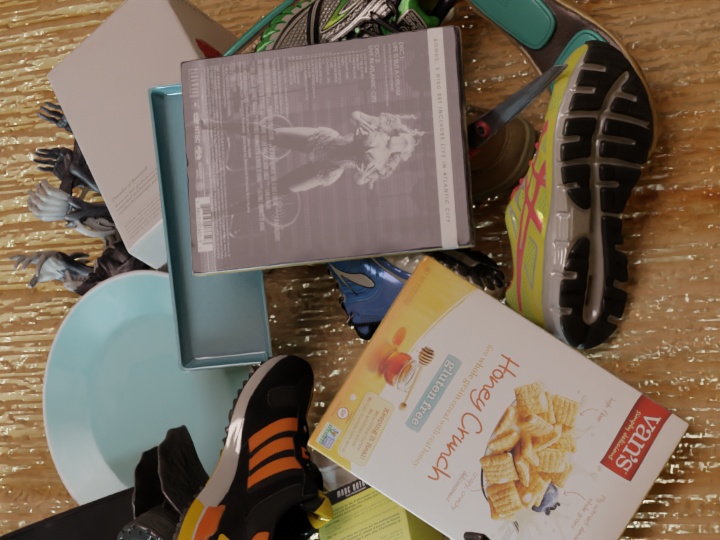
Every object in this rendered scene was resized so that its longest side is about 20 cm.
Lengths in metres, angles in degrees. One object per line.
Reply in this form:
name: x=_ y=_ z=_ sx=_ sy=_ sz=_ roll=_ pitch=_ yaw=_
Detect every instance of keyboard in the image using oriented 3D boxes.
keyboard: x=-0.220 y=0.242 z=1.772 sx=0.199 sy=0.021 sz=0.128 roll=-23 pitch=61 yaw=34

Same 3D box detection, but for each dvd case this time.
dvd case: x=-0.024 y=-0.080 z=1.632 sx=0.199 sy=0.016 sz=0.150 roll=-6 pitch=83 yaw=18

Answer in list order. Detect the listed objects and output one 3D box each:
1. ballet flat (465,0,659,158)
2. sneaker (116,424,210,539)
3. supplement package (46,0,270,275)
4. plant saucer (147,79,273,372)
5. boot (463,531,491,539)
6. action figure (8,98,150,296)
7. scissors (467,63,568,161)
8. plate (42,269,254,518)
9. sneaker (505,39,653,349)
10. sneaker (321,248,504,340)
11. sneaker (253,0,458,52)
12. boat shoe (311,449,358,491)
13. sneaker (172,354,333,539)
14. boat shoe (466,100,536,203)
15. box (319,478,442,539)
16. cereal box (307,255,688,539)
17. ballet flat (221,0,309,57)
ballet flat: x=0.147 y=-0.156 z=1.654 sx=0.200 sy=0.063 sz=0.069 roll=51 pitch=124 yaw=18
sneaker: x=-0.096 y=0.208 z=1.663 sx=0.060 sy=0.104 sz=0.200 roll=-42 pitch=86 yaw=31
supplement package: x=-0.128 y=-0.097 z=1.802 sx=0.120 sy=0.121 sz=0.200 roll=-41 pitch=51 yaw=14
plant saucer: x=-0.103 y=-0.032 z=1.685 sx=0.070 sy=0.019 sz=0.201 roll=-6 pitch=93 yaw=15
boot: x=0.078 y=0.271 z=1.433 sx=0.069 sy=0.174 sz=0.201 roll=0 pitch=69 yaw=37
action figure: x=-0.214 y=-0.028 z=1.843 sx=0.119 sy=0.102 sz=0.201 roll=116 pitch=146 yaw=-42
scissors: x=0.080 y=-0.086 z=1.629 sx=0.199 sy=0.014 sz=0.073 roll=-16 pitch=102 yaw=45
plate: x=-0.148 y=0.100 z=1.754 sx=0.199 sy=0.026 sz=0.201 roll=2 pitch=93 yaw=32
sneaker: x=0.131 y=-0.054 z=1.597 sx=0.090 sy=0.078 sz=0.201 roll=12 pitch=93 yaw=54
sneaker: x=0.000 y=0.000 z=1.671 sx=0.200 sy=0.078 sz=0.090 roll=31 pitch=110 yaw=26
sneaker: x=0.001 y=-0.170 z=1.692 sx=0.200 sy=0.078 sz=0.085 roll=-49 pitch=28 yaw=-17
boat shoe: x=0.030 y=0.079 z=1.615 sx=0.200 sy=0.069 sz=0.071 roll=-37 pitch=35 yaw=30
sneaker: x=-0.052 y=0.143 z=1.618 sx=0.090 sy=0.070 sz=0.201 roll=8 pitch=47 yaw=20
boat shoe: x=0.032 y=-0.091 z=1.716 sx=0.199 sy=0.063 sz=0.074 roll=2 pitch=70 yaw=38
box: x=0.024 y=0.230 z=1.578 sx=0.075 sy=0.050 sz=0.201 roll=-28 pitch=54 yaw=24
cereal box: x=0.087 y=0.103 z=1.525 sx=0.199 sy=0.040 sz=0.144 roll=32 pitch=91 yaw=5
ballet flat: x=-0.036 y=-0.182 z=1.766 sx=0.070 sy=0.065 sz=0.200 roll=-30 pitch=17 yaw=53
